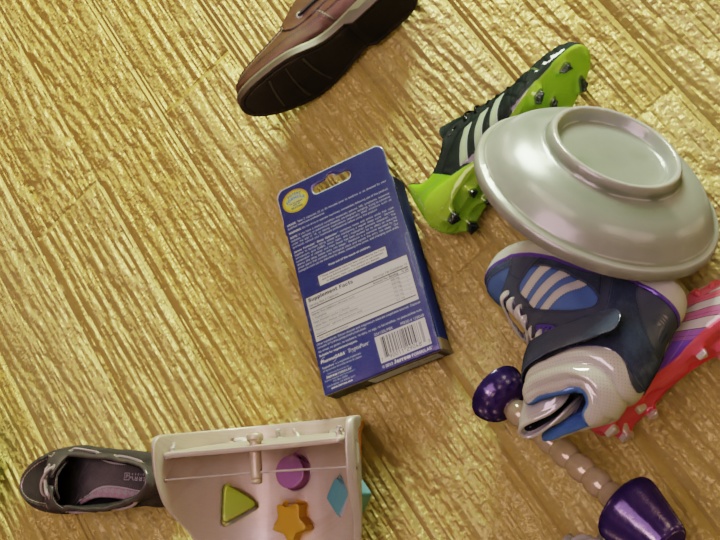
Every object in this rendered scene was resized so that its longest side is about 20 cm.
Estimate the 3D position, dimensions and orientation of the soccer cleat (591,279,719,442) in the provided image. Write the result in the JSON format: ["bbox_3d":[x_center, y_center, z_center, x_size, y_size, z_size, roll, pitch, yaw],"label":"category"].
[{"bbox_3d":[0.242,0.049,0.926,0.200,0.066,0.077,-44,58,15],"label":"soccer cleat"}]

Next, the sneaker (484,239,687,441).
[{"bbox_3d":[0.139,0.057,0.915,0.199,0.081,0.147,10,53,50],"label":"sneaker"}]

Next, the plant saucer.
[{"bbox_3d":[0.186,-0.075,0.909,0.200,0.199,0.051,42,134,28],"label":"plant saucer"}]

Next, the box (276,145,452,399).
[{"bbox_3d":[0.000,0.000,1.080,0.120,0.032,0.202,-23,70,21],"label":"box"}]

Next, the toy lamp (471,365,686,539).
[{"bbox_3d":[0.168,0.149,0.923,0.058,0.058,0.200,-53,48,8],"label":"toy lamp"}]

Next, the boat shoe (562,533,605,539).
[{"bbox_3d":[0.170,0.233,0.914,0.198,0.073,0.066,-16,76,23],"label":"boat shoe"}]

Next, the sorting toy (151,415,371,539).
[{"bbox_3d":[-0.067,0.223,1.033,0.198,0.107,0.183,-8,82,25],"label":"sorting toy"}]

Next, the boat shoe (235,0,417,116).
[{"bbox_3d":[-0.039,-0.224,1.137,0.199,0.072,0.068,-33,61,7],"label":"boat shoe"}]

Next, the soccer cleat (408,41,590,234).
[{"bbox_3d":[0.116,-0.123,1.032,0.201,0.067,0.081,-50,49,10],"label":"soccer cleat"}]

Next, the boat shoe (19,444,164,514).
[{"bbox_3d":[-0.263,0.201,1.158,0.198,0.057,0.068,-5,76,27],"label":"boat shoe"}]
